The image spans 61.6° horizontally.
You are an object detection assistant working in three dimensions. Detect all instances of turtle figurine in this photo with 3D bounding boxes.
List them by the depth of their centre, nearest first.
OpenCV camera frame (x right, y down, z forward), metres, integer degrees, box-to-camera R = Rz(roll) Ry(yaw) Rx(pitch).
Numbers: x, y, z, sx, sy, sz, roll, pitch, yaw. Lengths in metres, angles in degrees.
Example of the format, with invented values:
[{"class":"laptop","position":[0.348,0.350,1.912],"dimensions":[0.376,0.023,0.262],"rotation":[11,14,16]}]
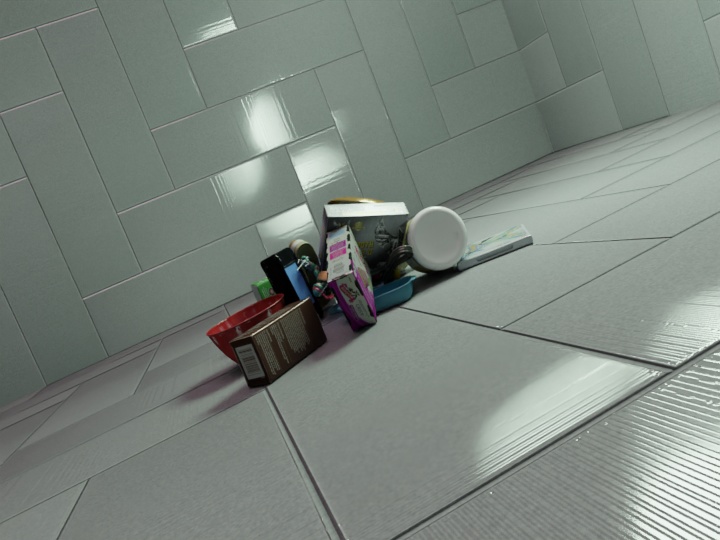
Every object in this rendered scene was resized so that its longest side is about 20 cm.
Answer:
[{"class":"turtle figurine","position":[-0.082,-0.004,1.519],"dimensions":[0.147,0.102,0.202],"rotation":[13,53,29]}]

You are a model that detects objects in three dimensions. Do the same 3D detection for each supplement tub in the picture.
[{"class":"supplement tub","position":[0.171,-0.069,1.464],"dimensions":[0.142,0.148,0.200],"rotation":[-23,-1,-5]}]

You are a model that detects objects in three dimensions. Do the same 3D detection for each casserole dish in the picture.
[{"class":"casserole dish","position":[0.042,0.066,1.373],"dimensions":[0.196,0.040,0.121],"rotation":[-23,7,11]}]

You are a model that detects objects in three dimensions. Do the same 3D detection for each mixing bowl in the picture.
[{"class":"mixing bowl","position":[-0.244,0.148,1.387],"dimensions":[0.196,0.110,0.200],"rotation":[-24,8,4]}]

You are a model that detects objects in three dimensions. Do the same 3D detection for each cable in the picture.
[{"class":"cable","position":[0.062,-0.014,1.407],"dimensions":[0.095,0.051,0.201],"rotation":[4,-31,-8]}]

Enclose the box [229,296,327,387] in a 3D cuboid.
[{"class":"box","position":[-0.160,0.140,1.212],"dimensions":[0.074,0.102,0.199],"rotation":[-17,8,37]}]

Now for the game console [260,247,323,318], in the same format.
[{"class":"game console","position":[-0.146,0.042,1.459],"dimensions":[0.115,0.203,0.175],"rotation":[-23,7,35]}]

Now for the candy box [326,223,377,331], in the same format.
[{"class":"candy box","position":[-0.021,0.011,1.289],"dimensions":[0.060,0.138,0.202],"rotation":[-21,32,9]}]

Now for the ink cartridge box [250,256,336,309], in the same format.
[{"class":"ink cartridge box","position":[-0.184,0.066,1.677],"dimensions":[0.197,0.150,0.083],"rotation":[-27,9,-22]}]

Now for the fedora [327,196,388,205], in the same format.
[{"class":"fedora","position":[0.001,-0.133,1.554],"dimensions":[0.195,0.084,0.201],"rotation":[6,-4,0]}]

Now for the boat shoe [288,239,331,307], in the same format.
[{"class":"boat shoe","position":[-0.135,0.005,1.617],"dimensions":[0.074,0.204,0.068],"rotation":[-31,31,-24]}]

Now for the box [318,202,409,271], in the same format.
[{"class":"box","position":[0.005,-0.078,1.409],"dimensions":[0.195,0.161,0.049],"rotation":[-3,42,-17]}]

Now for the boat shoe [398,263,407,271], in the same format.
[{"class":"boat shoe","position":[0.089,-0.044,1.636],"dimensions":[0.065,0.072,0.201],"rotation":[-49,-22,-18]}]

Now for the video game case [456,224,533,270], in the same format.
[{"class":"video game case","position":[0.320,-0.059,1.462],"dimensions":[0.179,0.022,0.200],"rotation":[-22,7,13]}]

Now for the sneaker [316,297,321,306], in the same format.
[{"class":"sneaker","position":[-0.184,0.121,1.558],"dimensions":[0.197,0.079,0.082],"rotation":[-22,-5,-35]}]

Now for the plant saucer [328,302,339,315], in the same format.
[{"class":"plant saucer","position":[0.005,0.073,1.538],"dimensions":[0.197,0.019,0.070],"rotation":[-20,7,35]}]

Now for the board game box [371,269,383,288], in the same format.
[{"class":"board game box","position":[0.000,0.000,1.605],"dimensions":[0.197,0.138,0.034],"rotation":[-16,6,41]}]
